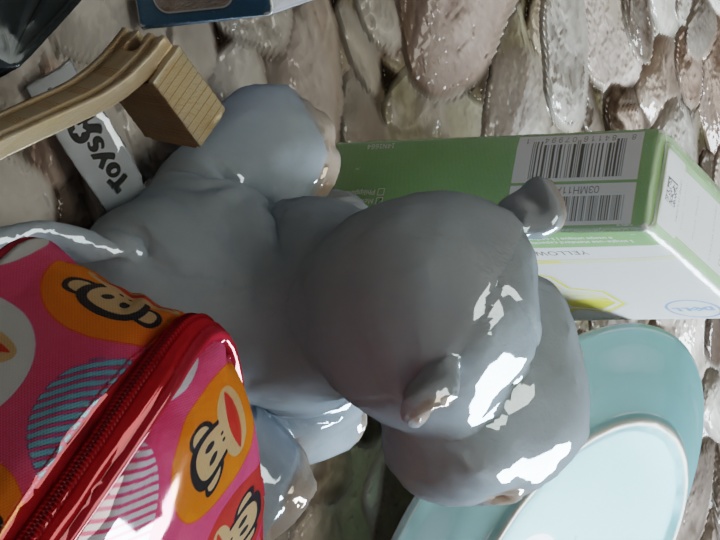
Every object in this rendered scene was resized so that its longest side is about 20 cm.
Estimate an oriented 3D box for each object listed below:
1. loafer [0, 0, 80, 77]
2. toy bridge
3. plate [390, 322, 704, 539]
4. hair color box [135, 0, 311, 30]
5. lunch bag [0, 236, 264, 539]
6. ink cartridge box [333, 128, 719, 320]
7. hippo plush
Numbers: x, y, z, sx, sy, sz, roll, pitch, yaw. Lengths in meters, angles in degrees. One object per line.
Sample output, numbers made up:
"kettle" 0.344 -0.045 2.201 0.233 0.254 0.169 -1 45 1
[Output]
"loafer" -0.152 -0.052 0.650 0.072 0.073 0.200 50 40 -17
"toy bridge" -0.116 0.006 0.679 0.200 0.027 0.067 -55 136 -21
"plate" 0.082 0.115 0.968 0.200 0.026 0.200 -29 136 -32
"hair color box" -0.013 -0.158 0.878 0.200 0.060 0.100 -29 113 -56
"lunch bag" -0.099 0.108 0.647 0.176 0.082 0.200 -56 160 -29
"ink cartridge box" 0.094 0.000 0.965 0.200 0.145 0.048 36 58 -53
"hippo plush" 0.000 0.000 0.794 0.200 0.161 0.159 59 42 -39
